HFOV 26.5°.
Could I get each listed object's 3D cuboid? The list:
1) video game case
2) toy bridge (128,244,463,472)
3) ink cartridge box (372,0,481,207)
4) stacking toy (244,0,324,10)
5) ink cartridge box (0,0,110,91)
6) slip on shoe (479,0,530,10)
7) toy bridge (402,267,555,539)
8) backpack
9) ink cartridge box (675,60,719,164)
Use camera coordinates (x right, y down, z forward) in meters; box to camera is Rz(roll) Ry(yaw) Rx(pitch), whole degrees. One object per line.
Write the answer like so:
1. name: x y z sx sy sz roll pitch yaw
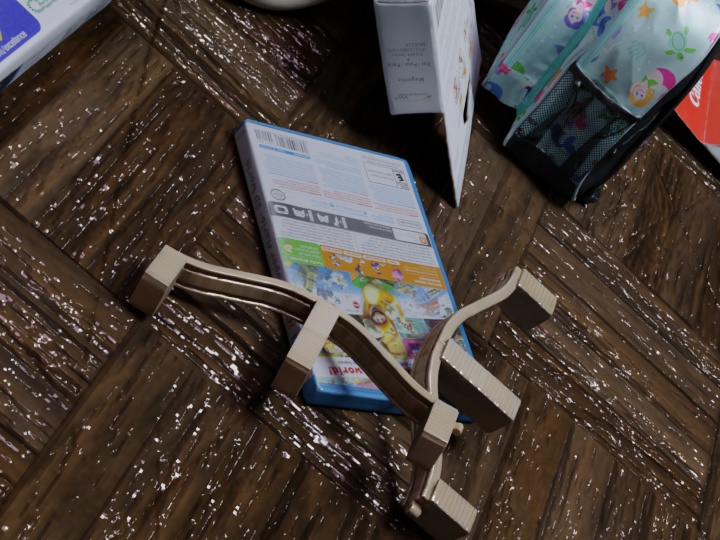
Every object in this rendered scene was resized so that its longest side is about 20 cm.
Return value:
1. video game case: 0.000 0.000 0.978 0.142 0.018 0.201 11 50 -40
2. toy bridge: -0.029 0.043 0.865 0.199 0.027 0.067 29 34 -1
3. ink cartridge box: 0.053 -0.175 1.121 0.043 0.175 0.201 0 41 11
4. stacking toy: -0.078 -0.295 1.108 0.145 0.147 0.200 6 34 -42
5. ink cartridge box: -0.258 -0.191 0.872 0.200 0.047 0.198 42 38 -6
6. slip on shoe: 0.110 -0.249 1.279 0.198 0.061 0.076 7 40 -19
7. toy bridge: 0.064 0.070 0.928 0.067 0.027 0.201 42 47 -16
8. backpack: 0.201 -0.177 1.185 0.150 0.200 0.178 43 38 -5
9. ink cartridge box: 0.362 -0.148 1.429 0.200 0.050 0.163 47 35 -18
